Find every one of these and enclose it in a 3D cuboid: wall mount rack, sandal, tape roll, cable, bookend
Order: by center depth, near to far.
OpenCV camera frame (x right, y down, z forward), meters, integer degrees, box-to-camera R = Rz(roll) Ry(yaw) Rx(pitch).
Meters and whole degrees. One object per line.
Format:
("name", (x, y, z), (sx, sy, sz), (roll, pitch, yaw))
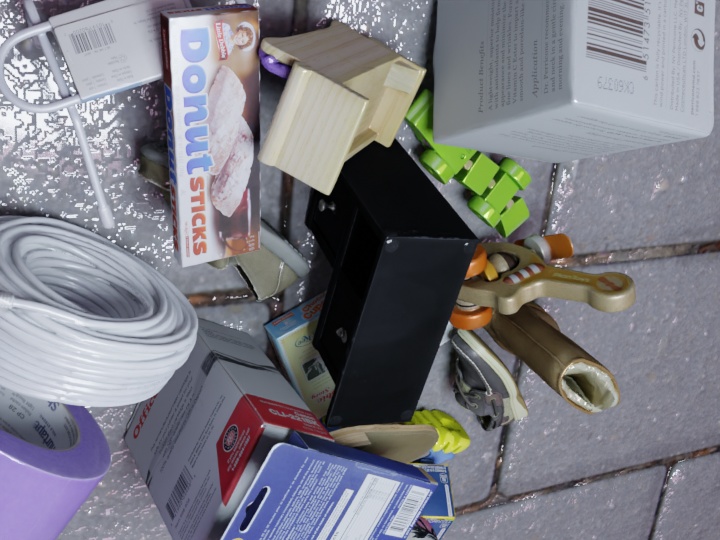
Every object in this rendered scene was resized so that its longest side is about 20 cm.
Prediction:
("wall mount rack", (-0.172, -0.140, 0.707), (0.197, 0.074, 0.176), (-22, 90, -18))
("cable", (-0.227, 0.030, 0.713), (0.198, 0.200, 0.070), (26, 105, -16))
("tape roll", (-0.302, 0.129, 0.717), (0.085, 0.200, 0.199), (-50, 126, 1))
("bookend", (0.000, 0.000, 0.848), (0.091, 0.201, 0.201), (1, 125, -26))
("sandal", (0.004, 0.151, 0.890), (0.077, 0.070, 0.210), (-42, 154, 23))
("sandal", (0.034, 0.196, 1.015), (0.198, 0.080, 0.088), (21, 105, -33))

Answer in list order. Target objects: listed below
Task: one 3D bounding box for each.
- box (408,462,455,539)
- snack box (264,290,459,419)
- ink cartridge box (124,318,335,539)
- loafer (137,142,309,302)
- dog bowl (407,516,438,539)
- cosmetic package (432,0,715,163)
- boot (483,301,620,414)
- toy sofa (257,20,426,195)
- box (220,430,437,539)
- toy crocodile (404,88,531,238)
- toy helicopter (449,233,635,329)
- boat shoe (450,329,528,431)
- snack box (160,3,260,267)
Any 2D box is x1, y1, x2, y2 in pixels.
("box", (-0.002, 0.248, 0.976), (0.196, 0.065, 0.071), (5, 141, -13))
("snack box", (0.007, 0.062, 0.957), (0.198, 0.037, 0.118), (-29, 123, -15))
("ink cartridge box", (-0.127, 0.154, 0.828), (0.083, 0.200, 0.146), (20, 102, -38))
("loafer", (-0.127, -0.035, 0.813), (0.070, 0.075, 0.200), (-49, 124, -1))
("dog bowl", (-0.001, 0.313, 0.946), (0.196, 0.075, 0.202), (-3, 143, -2))
("cosmetic package", (0.184, -0.197, 0.810), (0.162, 0.199, 0.168), (5, 87, -29))
("boot", (0.208, 0.094, 0.985), (0.174, 0.200, 0.067), (26, 100, -35))
("toy sofa", (-0.023, -0.142, 0.760), (0.096, 0.200, 0.084), (29, 115, 6))
("box", (-0.032, 0.206, 0.766), (0.199, 0.032, 0.122), (26, 97, -43))
("toy crocodile", (0.112, -0.106, 0.930), (0.199, 0.062, 0.068), (40, 90, -32))
("toy helicopter", (0.186, 0.006, 0.927), (0.132, 0.197, 0.080), (-41, 131, -43))
("boat shoe", (0.138, 0.133, 1.030), (0.066, 0.072, 0.201), (-39, 143, -1))
("snack box", (-0.114, -0.102, 0.709), (0.071, 0.024, 0.203), (-13, 124, -26))
